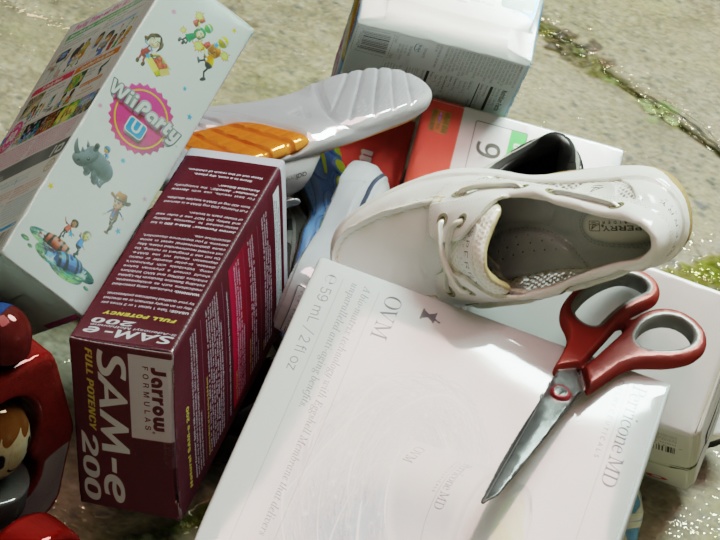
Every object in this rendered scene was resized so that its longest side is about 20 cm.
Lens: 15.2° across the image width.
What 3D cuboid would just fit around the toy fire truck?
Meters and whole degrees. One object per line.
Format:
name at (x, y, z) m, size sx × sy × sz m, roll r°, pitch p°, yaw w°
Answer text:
toy fire truck at (-0.212, 0.102, 1.319) m, size 0.112 × 0.168 × 0.200 m, roll 34°, pitch 37°, yaw 25°

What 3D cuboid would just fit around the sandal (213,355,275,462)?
sandal at (-0.057, 0.077, 1.524) m, size 0.200 × 0.048 × 0.075 m, roll -2°, pitch 18°, yaw -26°

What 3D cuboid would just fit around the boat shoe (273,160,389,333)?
boat shoe at (0.000, 0.000, 1.546) m, size 0.067 × 0.074 × 0.200 m, roll 25°, pitch 27°, yaw 0°

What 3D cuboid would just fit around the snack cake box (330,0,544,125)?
snack cake box at (0.044, -0.134, 1.764) m, size 0.114 × 0.200 × 0.067 m, roll 13°, pitch 68°, yaw -4°

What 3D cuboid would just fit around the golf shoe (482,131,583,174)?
golf shoe at (0.053, -0.012, 1.606) m, size 0.073 × 0.092 × 0.200 m, roll 41°, pitch 70°, yaw 17°

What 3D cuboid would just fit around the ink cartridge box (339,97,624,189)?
ink cartridge box at (0.059, -0.047, 1.725) m, size 0.199 × 0.050 × 0.109 m, roll 15°, pitch 73°, yaw -2°

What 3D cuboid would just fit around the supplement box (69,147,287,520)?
supplement box at (-0.095, 0.030, 1.459) m, size 0.061 × 0.109 × 0.200 m, roll 8°, pitch 33°, yaw 12°

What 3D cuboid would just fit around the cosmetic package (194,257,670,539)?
cosmetic package at (0.031, 0.131, 1.378) m, size 0.199 × 0.123 × 0.200 m, roll 20°, pitch 54°, yaw 4°

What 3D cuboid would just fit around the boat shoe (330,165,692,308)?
boat shoe at (0.068, -0.016, 1.394) m, size 0.199 × 0.071 × 0.069 m, roll -10°, pitch 11°, yaw 23°

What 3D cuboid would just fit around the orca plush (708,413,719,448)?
orca plush at (0.139, 0.060, 1.668) m, size 0.199 × 0.071 × 0.106 m, roll 11°, pitch 76°, yaw 10°

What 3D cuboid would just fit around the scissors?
scissors at (0.100, 0.055, 1.358) m, size 0.073 × 0.014 × 0.200 m, roll 38°, pitch 47°, yaw 23°

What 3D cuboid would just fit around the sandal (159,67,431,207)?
sandal at (-0.048, -0.067, 1.630) m, size 0.206 × 0.059 × 0.079 m, roll -16°, pitch 33°, yaw -20°

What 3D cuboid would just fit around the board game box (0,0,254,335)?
board game box at (-0.159, -0.061, 1.524) m, size 0.064 × 0.147 × 0.201 m, roll 36°, pitch 66°, yaw -20°

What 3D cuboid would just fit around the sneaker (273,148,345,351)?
sneaker at (-0.047, -0.019, 1.678) m, size 0.071 × 0.082 × 0.200 m, roll 44°, pitch 27°, yaw -43°

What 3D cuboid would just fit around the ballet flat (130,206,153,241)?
ballet flat at (-0.148, -0.016, 1.618) m, size 0.199 × 0.069 × 0.068 m, roll 29°, pitch 33°, yaw 17°

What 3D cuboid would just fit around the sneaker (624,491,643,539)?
sneaker at (0.063, 0.126, 1.504) m, size 0.199 × 0.072 × 0.073 m, roll 6°, pitch 41°, yaw -11°

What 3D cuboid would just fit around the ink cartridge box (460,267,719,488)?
ink cartridge box at (0.135, 0.050, 1.528) m, size 0.144 × 0.085 × 0.200 m, roll 20°, pitch -10°, yaw 10°
